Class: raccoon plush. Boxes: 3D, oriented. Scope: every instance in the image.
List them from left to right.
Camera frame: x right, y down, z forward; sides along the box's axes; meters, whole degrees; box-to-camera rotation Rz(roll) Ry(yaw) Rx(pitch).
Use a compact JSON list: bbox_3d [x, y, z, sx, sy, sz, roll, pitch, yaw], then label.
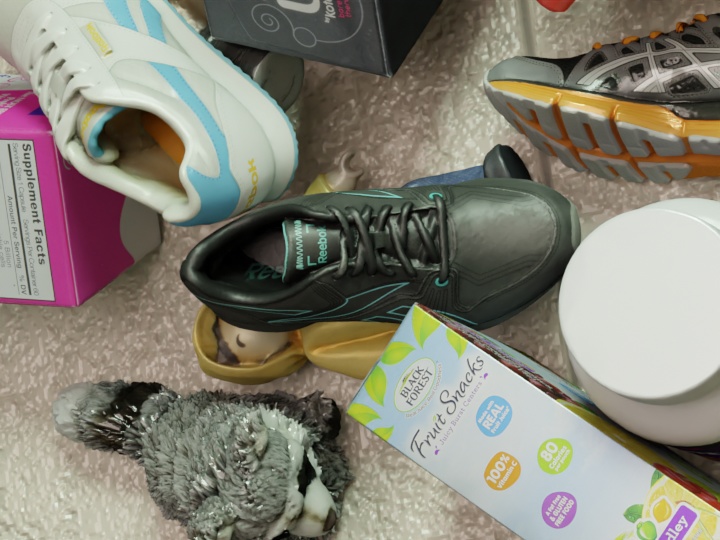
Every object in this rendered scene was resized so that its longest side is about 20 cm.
[{"bbox_3d":[-0.098,0.103,1.206,0.200,0.134,0.097,2,85,22],"label":"raccoon plush"}]

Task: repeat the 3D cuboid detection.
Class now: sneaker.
[{"bbox_3d":[-0.126,-0.095,1.172,0.200,0.081,0.077,36,125,21],"label":"sneaker"},{"bbox_3d":[0.007,-0.004,1.145,0.200,0.079,0.075,-10,81,16],"label":"sneaker"},{"bbox_3d":[0.159,-0.090,1.169,0.200,0.078,0.077,7,72,19],"label":"sneaker"}]

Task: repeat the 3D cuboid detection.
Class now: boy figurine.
[{"bbox_3d":[0.000,0.000,1.221,0.200,0.064,0.124,-22,78,15],"label":"boy figurine"}]

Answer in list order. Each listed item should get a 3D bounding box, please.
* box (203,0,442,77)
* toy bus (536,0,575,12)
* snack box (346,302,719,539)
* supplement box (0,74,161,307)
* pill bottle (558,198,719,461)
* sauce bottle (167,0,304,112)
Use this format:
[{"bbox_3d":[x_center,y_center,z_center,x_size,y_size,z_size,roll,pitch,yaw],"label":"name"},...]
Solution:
[{"bbox_3d":[0.005,-0.211,1.168,0.106,0.122,0.200,15,52,23],"label":"box"},{"bbox_3d":[0.117,-0.224,1.100,0.192,0.136,0.200,-45,66,31],"label":"toy bus"},{"bbox_3d":[0.112,0.103,1.104,0.200,0.169,0.068,35,94,24],"label":"snack box"},{"bbox_3d":[-0.222,-0.046,1.279,0.200,0.101,0.103,4,112,21],"label":"supplement box"},{"bbox_3d":[0.158,0.028,1.078,0.111,0.200,0.112,-4,80,21],"label":"pill bottle"},{"bbox_3d":[-0.114,-0.129,1.247,0.200,0.065,0.065,27,93,34],"label":"sauce bottle"}]
